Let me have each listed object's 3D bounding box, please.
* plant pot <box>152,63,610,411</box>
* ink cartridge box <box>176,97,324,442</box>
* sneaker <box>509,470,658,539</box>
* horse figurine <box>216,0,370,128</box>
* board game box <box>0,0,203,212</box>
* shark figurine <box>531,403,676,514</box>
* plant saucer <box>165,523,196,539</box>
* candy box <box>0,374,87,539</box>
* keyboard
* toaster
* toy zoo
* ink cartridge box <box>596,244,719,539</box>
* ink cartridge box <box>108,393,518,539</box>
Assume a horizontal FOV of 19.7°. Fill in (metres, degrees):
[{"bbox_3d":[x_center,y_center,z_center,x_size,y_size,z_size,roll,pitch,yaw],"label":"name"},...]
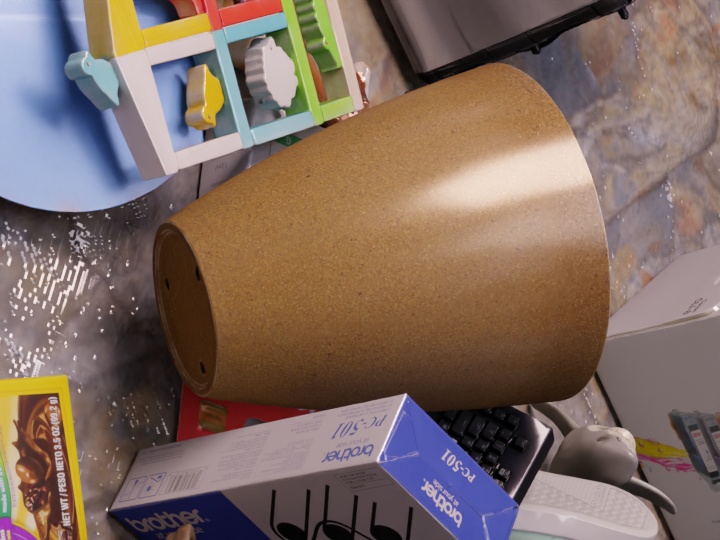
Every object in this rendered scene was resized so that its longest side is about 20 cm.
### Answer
[{"bbox_3d":[0.000,0.000,1.090,0.199,0.186,0.187,-13,89,-23],"label":"plant pot"},{"bbox_3d":[-0.024,0.021,1.189,0.161,0.050,0.201,22,63,-40],"label":"ink cartridge box"},{"bbox_3d":[0.062,0.167,1.211,0.200,0.118,0.074,18,25,-15],"label":"sneaker"},{"bbox_3d":[-0.074,-0.158,1.183,0.200,0.050,0.133,17,66,-42],"label":"horse figurine"},{"bbox_3d":[-0.167,-0.127,1.087,0.158,0.039,0.201,-4,85,-32],"label":"board game box"},{"bbox_3d":[0.148,0.167,1.323,0.090,0.128,0.215,-46,134,-15],"label":"shark figurine"},{"bbox_3d":[-0.088,0.223,1.002,0.029,0.200,0.201,-3,79,-1],"label":"plant saucer"},{"bbox_3d":[-0.177,0.153,1.012,0.102,0.026,0.201,-2,81,-42],"label":"candy box"},{"bbox_3d":[0.051,0.162,1.118,0.127,0.021,0.200,29,65,7],"label":"keyboard"},{"bbox_3d":[0.110,-0.208,1.295,0.200,0.181,0.119,-40,105,-44],"label":"toaster"},{"bbox_3d":[-0.080,-0.127,1.103,0.200,0.020,0.132,-22,101,-49],"label":"toy zoo"},{"bbox_3d":[0.276,0.089,1.405,0.145,0.144,0.200,-36,106,-44],"label":"ink cartridge box"},{"bbox_3d":[-0.027,0.121,1.047,0.094,0.200,0.044,45,51,-27],"label":"ink cartridge box"}]
